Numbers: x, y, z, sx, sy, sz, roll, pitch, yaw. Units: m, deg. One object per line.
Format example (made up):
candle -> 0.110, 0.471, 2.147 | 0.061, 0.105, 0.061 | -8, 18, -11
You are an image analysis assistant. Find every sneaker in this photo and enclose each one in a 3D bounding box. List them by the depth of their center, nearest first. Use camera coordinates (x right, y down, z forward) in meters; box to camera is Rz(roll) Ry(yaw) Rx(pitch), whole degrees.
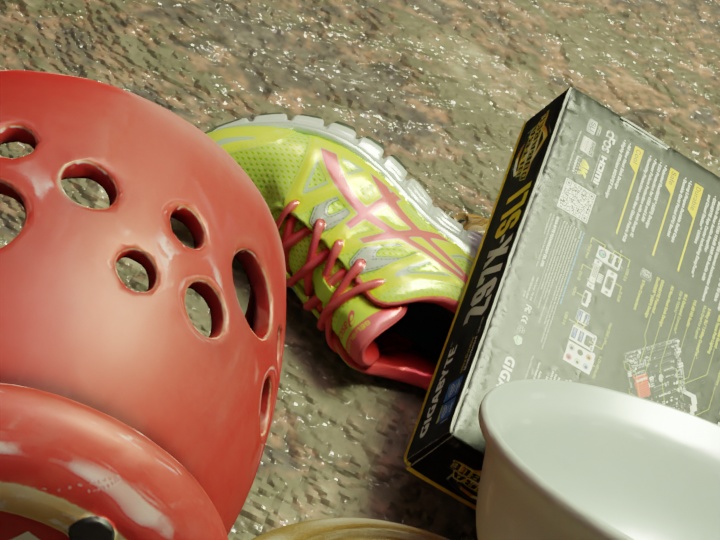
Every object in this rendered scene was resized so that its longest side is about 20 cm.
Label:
sneaker -> 0.000, 0.000, 1.249 | 0.199, 0.078, 0.090 | 29, 39, 1

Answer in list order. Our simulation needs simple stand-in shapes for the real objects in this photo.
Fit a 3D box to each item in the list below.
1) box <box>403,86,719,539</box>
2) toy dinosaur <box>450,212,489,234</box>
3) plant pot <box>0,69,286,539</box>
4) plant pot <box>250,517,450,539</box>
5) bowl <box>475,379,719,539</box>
box -> 0.122, 0.038, 1.226 | 0.159, 0.049, 0.201 | 31, 57, -16
toy dinosaur -> 0.135, 0.015, 1.329 | 0.199, 0.061, 0.107 | 21, 35, -8
plant pot -> -0.131, 0.055, 1.001 | 0.199, 0.201, 0.183 | 18, 41, -12
plant pot -> 0.022, 0.172, 1.098 | 0.199, 0.028, 0.201 | 17, 39, -14
bowl -> 0.124, 0.128, 1.080 | 0.200, 0.091, 0.201 | 21, 15, -6
